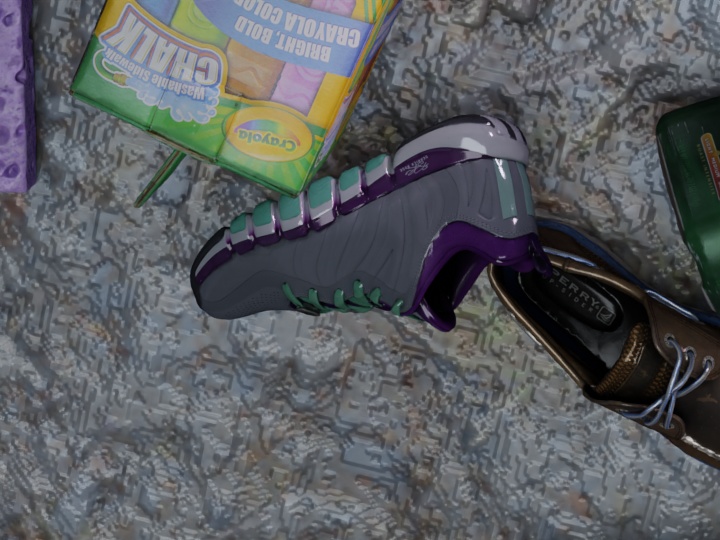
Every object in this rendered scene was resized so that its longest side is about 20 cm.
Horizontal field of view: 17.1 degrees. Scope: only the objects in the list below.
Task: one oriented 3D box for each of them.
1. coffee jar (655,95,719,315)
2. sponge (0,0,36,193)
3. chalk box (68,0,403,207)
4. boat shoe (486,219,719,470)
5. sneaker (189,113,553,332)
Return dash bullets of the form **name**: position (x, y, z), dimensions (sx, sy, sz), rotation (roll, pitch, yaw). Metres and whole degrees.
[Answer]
- **coffee jar**: position (0.246, -0.055, 1.129), dimensions (0.199, 0.105, 0.085), rotation (-20, 144, 12)
- **sponge**: position (-0.221, -0.141, 1.210), dimensions (0.111, 0.030, 0.201), rotation (4, 106, 7)
- **chalk box**: position (-0.052, -0.118, 1.144), dimensions (0.124, 0.124, 0.200), rotation (24, 109, 1)
- **boat shoe**: position (0.142, 0.048, 1.161), dimensions (0.200, 0.072, 0.072), rotation (31, 108, 18)
- **sneaker**: position (0.000, 0.000, 1.166), dimensions (0.200, 0.074, 0.088), rotation (-27, 68, 32)
